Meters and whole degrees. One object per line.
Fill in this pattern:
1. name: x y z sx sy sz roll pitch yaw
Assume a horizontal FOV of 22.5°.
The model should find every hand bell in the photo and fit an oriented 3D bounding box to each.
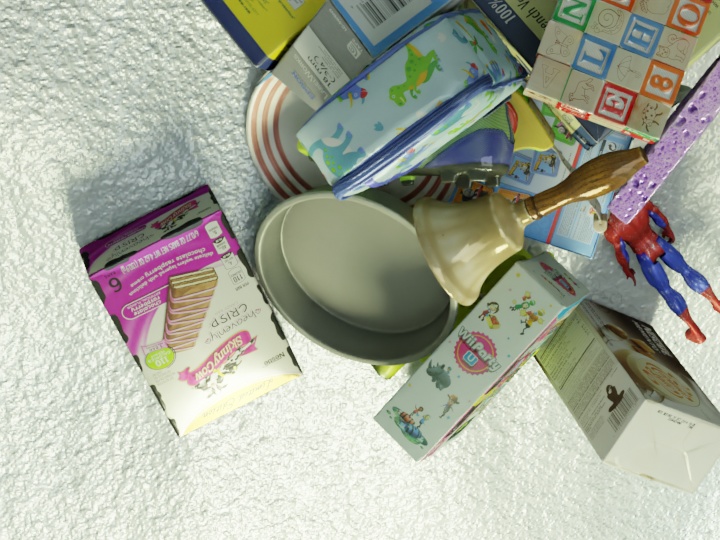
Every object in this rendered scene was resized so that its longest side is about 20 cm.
1. hand bell: 0.155 -0.058 1.554 0.199 0.104 0.104 -27 124 22

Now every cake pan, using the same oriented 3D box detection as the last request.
1. cake pan: 0.000 0.000 1.656 0.199 0.037 0.201 15 134 16

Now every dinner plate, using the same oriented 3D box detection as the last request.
1. dinner plate: -0.005 -0.118 1.620 0.199 0.024 0.201 8 125 12

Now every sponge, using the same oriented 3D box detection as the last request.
1. sponge: 0.291 -0.136 1.587 0.030 0.112 0.200 37 130 2

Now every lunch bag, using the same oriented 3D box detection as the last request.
1. lunch bag: 0.039 -0.130 1.422 0.160 0.200 0.083 -35 90 17

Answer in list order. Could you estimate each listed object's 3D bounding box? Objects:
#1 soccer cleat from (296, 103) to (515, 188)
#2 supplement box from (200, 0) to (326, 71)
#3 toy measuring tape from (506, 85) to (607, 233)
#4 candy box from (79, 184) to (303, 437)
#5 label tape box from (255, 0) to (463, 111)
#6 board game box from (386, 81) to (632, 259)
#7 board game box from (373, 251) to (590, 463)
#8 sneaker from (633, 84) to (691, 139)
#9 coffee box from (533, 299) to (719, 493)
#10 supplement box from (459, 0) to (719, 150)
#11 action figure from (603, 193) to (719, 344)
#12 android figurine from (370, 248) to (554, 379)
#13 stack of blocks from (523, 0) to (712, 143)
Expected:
1. soccer cleat: 0.040 -0.117 1.566 0.065 0.199 0.084 15 81 -64
2. supplement box: -0.039 -0.270 1.496 0.200 0.109 0.110 -39 92 5
3. toy measuring tape: 0.139 -0.105 1.598 0.073 0.074 0.200 -35 100 3
4. candy box: -0.155 0.040 1.674 0.136 0.061 0.201 -27 122 -2
5. label tape box: 0.011 -0.198 1.473 0.144 0.200 0.063 -39 90 -24
6. board game box: 0.140 -0.113 1.649 0.199 0.037 0.152 17 108 1
7. board game box: 0.115 0.078 1.682 0.064 0.147 0.200 43 104 9
8. sneaker: 0.203 -0.140 1.693 0.200 0.074 0.089 -39 102 9
9. coffee box: 0.262 0.118 1.764 0.114 0.200 0.080 22 110 -26
10. supplement box: 0.207 -0.242 1.541 0.200 0.134 0.200 -42 88 3
11. action figure: 0.291 -0.015 1.793 0.065 0.052 0.200 -41 116 0
12. android figurine: 0.105 0.043 1.769 0.182 0.041 0.200 36 103 -29
13. stack of blocks: 0.218 -0.216 1.443 0.115 0.059 0.201 21 92 3
